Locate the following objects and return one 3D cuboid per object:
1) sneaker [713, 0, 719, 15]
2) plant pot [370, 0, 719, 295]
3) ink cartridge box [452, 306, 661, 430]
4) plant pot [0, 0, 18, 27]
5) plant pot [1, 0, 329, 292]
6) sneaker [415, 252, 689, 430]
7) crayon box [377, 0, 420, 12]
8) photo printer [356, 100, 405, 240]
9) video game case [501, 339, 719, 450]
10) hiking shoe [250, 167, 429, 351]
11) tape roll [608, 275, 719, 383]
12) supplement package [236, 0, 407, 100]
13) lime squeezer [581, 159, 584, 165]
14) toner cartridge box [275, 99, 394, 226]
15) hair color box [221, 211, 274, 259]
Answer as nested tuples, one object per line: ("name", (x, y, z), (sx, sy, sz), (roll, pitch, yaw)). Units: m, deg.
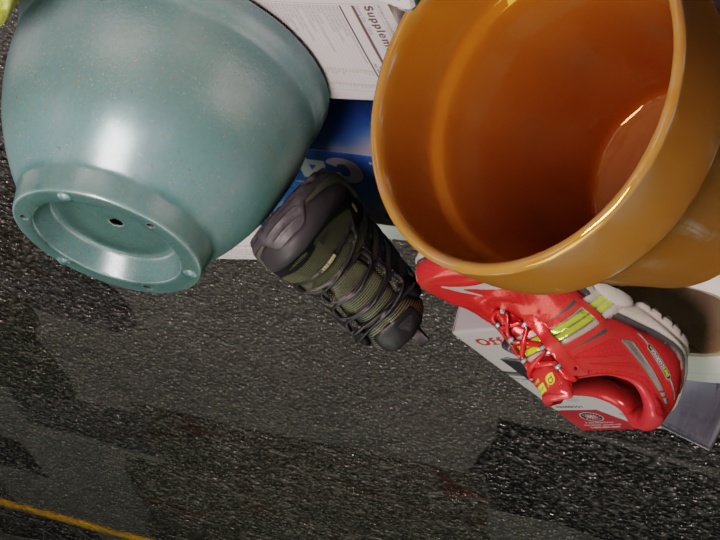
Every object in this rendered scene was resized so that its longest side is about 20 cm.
("sneaker", (0.253, -0.174, 0.878), (0.198, 0.076, 0.115), (3, 145, 38))
("plant pot", (0.137, -0.073, 0.917), (0.199, 0.203, 0.182), (-6, 161, 41))
("ink cartridge box", (0.195, 0.055, 1.383), (0.143, 0.084, 0.200), (-7, 146, 44))
("plant pot", (-0.223, -0.238, 0.908), (0.198, 0.186, 0.201), (13, 156, 6))
("plant pot", (-0.131, -0.072, 0.993), (0.198, 0.135, 0.201), (14, 154, 7))
("sneaker", (0.123, 0.042, 1.062), (0.198, 0.086, 0.077), (25, 155, -10))
("crayon box", (-0.030, -0.231, 0.828), (0.126, 0.051, 0.201), (22, 152, 26))
("photo printer", (0.010, -0.098, 1.195), (0.165, 0.070, 0.200), (6, 153, 23))
("video game case", (0.222, 0.036, 1.268), (0.199, 0.144, 0.019), (26, -177, -20))
("hiking shoe", (0.000, 0.000, 1.059), (0.101, 0.076, 0.200), (43, -174, 18))
("tape roll", (0.225, -0.028, 1.121), (0.200, 0.140, 0.203), (14, 155, 7))
("supplement package", (-0.044, -0.180, 1.005), (0.198, 0.111, 0.114), (5, 153, 25))
("lime squeezer", (0.110, -0.164, 0.999), (0.038, 0.071, 0.201), (15, 139, 48))
("toner cartridge box", (-0.014, -0.075, 1.121), (0.198, 0.044, 0.095), (8, 155, 20))
("hair color box", (-0.132, -0.083, 1.330), (0.099, 0.061, 0.200), (1, 152, 31))
